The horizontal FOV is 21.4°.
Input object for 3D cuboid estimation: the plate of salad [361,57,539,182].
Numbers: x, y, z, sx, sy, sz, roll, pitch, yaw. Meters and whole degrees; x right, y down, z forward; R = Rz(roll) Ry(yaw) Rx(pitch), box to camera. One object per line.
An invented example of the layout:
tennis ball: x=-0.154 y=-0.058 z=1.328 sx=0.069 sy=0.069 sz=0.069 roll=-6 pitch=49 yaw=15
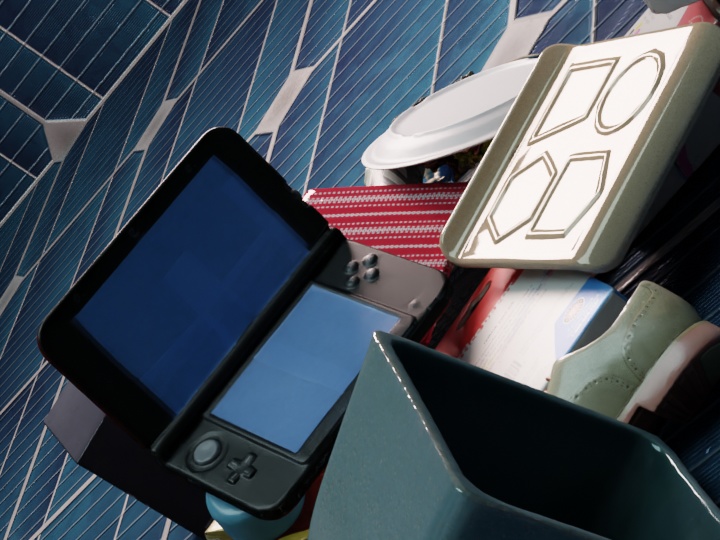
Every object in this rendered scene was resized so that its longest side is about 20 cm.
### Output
plate of salad: x=0.095 y=-0.116 z=1.490 sx=0.198 sy=0.048 sz=0.200 roll=-22 pitch=16 yaw=7

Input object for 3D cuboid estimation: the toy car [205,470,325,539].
toy car: x=0.038 y=0.154 z=1.249 sx=0.198 sy=0.185 sz=0.178 roll=0 pitch=50 yaw=33

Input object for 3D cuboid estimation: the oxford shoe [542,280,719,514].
oxford shoe: x=0.133 y=0.096 z=1.141 sx=0.200 sy=0.071 sz=0.074 roll=-47 pitch=59 yaw=2

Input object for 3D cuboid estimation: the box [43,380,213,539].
box: x=-0.168 y=0.153 z=1.690 sx=0.105 sy=0.181 sz=0.200 roll=-57 pitch=17 yaw=-5

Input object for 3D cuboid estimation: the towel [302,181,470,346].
towel: x=0.000 y=0.000 z=1.383 sx=0.143 sy=0.023 sz=0.201 roll=-2 pitch=36 yaw=17

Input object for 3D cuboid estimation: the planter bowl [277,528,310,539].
planter bowl: x=-0.024 y=0.218 z=1.140 sx=0.201 sy=0.200 sz=0.083 roll=-55 pitch=34 yaw=3

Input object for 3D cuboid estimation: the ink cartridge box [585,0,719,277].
ink cartridge box: x=0.197 y=-0.102 z=1.364 sx=0.200 sy=0.067 sz=0.117 roll=-50 pitch=19 yaw=17

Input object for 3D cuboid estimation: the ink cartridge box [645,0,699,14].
ink cartridge box: x=0.273 y=-0.275 z=1.311 sx=0.146 sy=0.086 sz=0.200 roll=-18 pitch=21 yaw=40

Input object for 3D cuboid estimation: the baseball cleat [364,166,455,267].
baseball cleat: x=0.041 y=-0.038 z=1.503 sx=0.105 sy=0.070 sz=0.201 roll=2 pitch=37 yaw=20

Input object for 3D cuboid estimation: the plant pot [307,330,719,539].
plant pot: x=0.068 y=0.183 z=1.002 sx=0.201 sy=0.195 sz=0.196 roll=-63 pitch=20 yaw=14

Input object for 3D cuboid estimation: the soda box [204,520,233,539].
soda box: x=-0.038 y=0.162 z=1.403 sx=0.063 sy=0.068 sz=0.200 roll=-12 pitch=21 yaw=28

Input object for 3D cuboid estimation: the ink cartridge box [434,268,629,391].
ink cartridge box: x=0.123 y=0.057 z=1.278 sx=0.117 sy=0.067 sz=0.200 roll=-54 pitch=17 yaw=1

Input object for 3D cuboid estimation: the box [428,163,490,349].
box: x=0.082 y=-0.006 z=1.527 sx=0.200 sy=0.051 sz=0.158 roll=-46 pitch=20 yaw=28

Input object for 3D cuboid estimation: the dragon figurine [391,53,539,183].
dragon figurine: x=0.095 y=-0.114 z=1.660 sx=0.199 sy=0.100 sz=0.059 roll=-31 pitch=0 yaw=-38

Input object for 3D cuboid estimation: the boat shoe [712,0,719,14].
boat shoe: x=0.279 y=-0.194 z=1.312 sx=0.057 sy=0.066 sz=0.200 roll=-54 pitch=14 yaw=20

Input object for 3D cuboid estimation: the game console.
game console: x=-0.071 y=0.029 z=1.209 sx=0.171 sy=0.119 sz=0.200 roll=19 pitch=62 yaw=43

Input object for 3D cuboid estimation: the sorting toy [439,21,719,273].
sorting toy: x=0.152 y=-0.078 z=1.290 sx=0.186 sy=0.036 sz=0.199 roll=-61 pitch=26 yaw=-12
